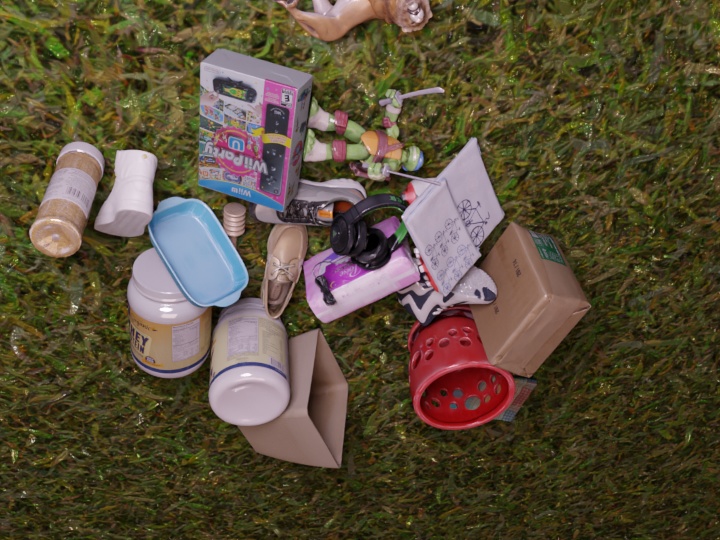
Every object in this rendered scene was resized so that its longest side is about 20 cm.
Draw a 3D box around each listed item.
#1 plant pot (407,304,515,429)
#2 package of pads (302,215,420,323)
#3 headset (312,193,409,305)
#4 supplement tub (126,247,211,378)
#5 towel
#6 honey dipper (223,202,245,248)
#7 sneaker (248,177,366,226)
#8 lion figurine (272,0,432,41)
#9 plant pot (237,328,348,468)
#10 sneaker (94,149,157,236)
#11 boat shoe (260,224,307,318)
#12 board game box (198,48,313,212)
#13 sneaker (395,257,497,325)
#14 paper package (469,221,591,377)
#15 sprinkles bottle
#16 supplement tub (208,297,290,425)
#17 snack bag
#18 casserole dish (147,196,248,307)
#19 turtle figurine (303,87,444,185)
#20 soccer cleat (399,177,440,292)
[{"bbox_3d":[0.185,0.182,1.349,0.197,0.184,0.202,-5,131,-6],"label":"plant pot"},{"bbox_3d":[0.000,0.000,1.205,0.198,0.121,0.076,-26,131,12],"label":"package of pads"},{"bbox_3d":[0.002,-0.034,1.100,0.200,0.095,0.123,-40,140,19],"label":"headset"},{"bbox_3d":[-0.331,0.072,1.197,0.142,0.145,0.202,3,130,-11],"label":"supplement tub"},{"bbox_3d":[0.288,0.289,1.565,0.197,0.022,0.148,9,129,-17],"label":"towel"},{"bbox_3d":[-0.222,-0.028,1.203,0.037,0.038,0.202,1,132,-10],"label":"honey dipper"},{"bbox_3d":[-0.085,-0.108,1.123,0.197,0.080,0.075,-5,124,-5],"label":"sneaker"},{"bbox_3d":[-0.008,-0.361,0.941,0.197,0.073,0.123,-11,146,20],"label":"lion figurine"},{"bbox_3d":[-0.142,0.265,1.370,0.175,0.202,0.201,-10,133,14],"label":"plant pot"},{"bbox_3d":[-0.362,-0.123,1.075,0.073,0.117,0.199,12,165,-33],"label":"sneaker"},{"bbox_3d":[-0.136,-0.003,1.216,0.071,0.065,0.202,9,126,-17],"label":"boat shoe"},{"bbox_3d":[-0.159,-0.204,1.014,0.146,0.065,0.202,17,129,7],"label":"board game box"},{"bbox_3d":[0.154,0.050,1.283,0.196,0.080,0.130,5,142,11],"label":"sneaker"},{"bbox_3d":[0.294,0.050,1.242,0.102,0.201,0.192,16,127,-22],"label":"paper package"},{"bbox_3d":[-0.420,-0.107,0.992,0.067,0.201,0.069,-4,131,-5],"label":"sprinkles bottle"},{"bbox_3d":[-0.203,0.163,1.258,0.143,0.201,0.146,-5,131,-5],"label":"supplement tub"},{"bbox_3d":[0.165,-0.087,1.145,0.200,0.021,0.189,-48,131,-19],"label":"snack bag"},{"bbox_3d":[-0.267,-0.025,1.114,0.121,0.201,0.039,-29,175,-41],"label":"casserole dish"},{"bbox_3d":[0.019,-0.208,1.021,0.191,0.200,0.146,8,95,-11],"label":"turtle figurine"},{"bbox_3d":[0.128,-0.061,1.176,0.084,0.069,0.203,-15,103,2],"label":"soccer cleat"}]
